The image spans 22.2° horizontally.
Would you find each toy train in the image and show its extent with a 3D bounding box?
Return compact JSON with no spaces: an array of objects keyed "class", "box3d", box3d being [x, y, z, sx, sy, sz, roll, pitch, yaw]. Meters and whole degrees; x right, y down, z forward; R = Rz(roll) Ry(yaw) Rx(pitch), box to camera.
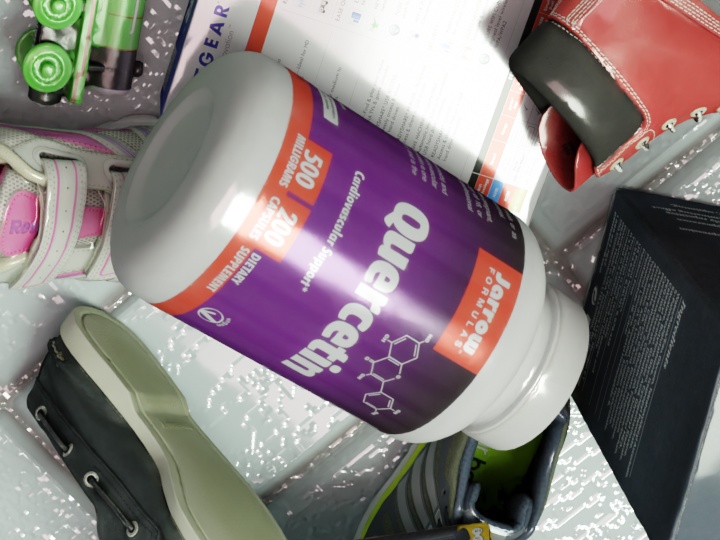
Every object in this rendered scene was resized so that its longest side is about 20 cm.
[{"class":"toy train","box3d":[-0.110,-0.167,0.804,0.056,0.042,0.202,6,108,-19]}]

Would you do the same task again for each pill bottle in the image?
[{"class":"pill bottle","box3d":[0.000,0.000,0.786,0.199,0.113,0.113,30,103,-24]}]

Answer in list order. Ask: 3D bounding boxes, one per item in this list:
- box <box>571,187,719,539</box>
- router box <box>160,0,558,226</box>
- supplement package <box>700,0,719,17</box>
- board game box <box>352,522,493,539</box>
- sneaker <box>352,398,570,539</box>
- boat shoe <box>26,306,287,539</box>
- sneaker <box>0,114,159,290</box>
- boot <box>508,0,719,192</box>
[{"class":"box","box3d":[0.192,0.052,0.824,0.147,0.200,0.108,10,107,-9]},{"class":"router box","box3d":[0.023,-0.139,0.821,0.178,0.049,0.201,17,106,-11]},{"class":"supplement package","box3d":[0.263,-0.124,0.713,0.199,0.147,0.192,30,106,-33]},{"class":"board game box","box3d":[-0.002,0.218,0.892,0.164,0.057,0.201,-10,129,5]},{"class":"sneaker","box3d":[0.047,0.120,0.893,0.073,0.081,0.201,16,108,-11]},{"class":"boat shoe","box3d":[-0.095,0.108,0.834,0.066,0.074,0.200,-46,66,15]},{"class":"sneaker","box3d":[-0.135,-0.026,0.821,0.198,0.088,0.082,5,108,-8]},{"class":"boot","box3d":[0.157,-0.078,0.822,0.199,0.072,0.145,32,95,-33]}]
